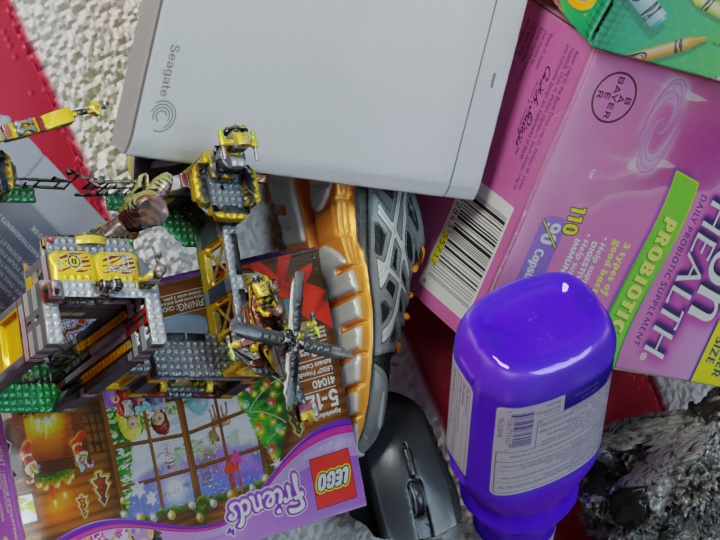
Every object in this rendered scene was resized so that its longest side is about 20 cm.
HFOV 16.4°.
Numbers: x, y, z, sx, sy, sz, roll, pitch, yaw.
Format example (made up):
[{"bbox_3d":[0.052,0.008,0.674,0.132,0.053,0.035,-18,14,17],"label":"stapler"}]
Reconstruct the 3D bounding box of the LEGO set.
[{"bbox_3d":[-0.101,-0.009,1.137,0.200,0.116,0.154,10,64,-30],"label":"LEGO set"}]

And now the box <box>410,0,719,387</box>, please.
[{"bbox_3d":[0.143,-0.043,1.379,0.200,0.097,0.176,11,110,-37],"label":"box"}]

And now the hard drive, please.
[{"bbox_3d":[-0.016,-0.111,1.250,0.199,0.027,0.132,6,106,-28],"label":"hard drive"}]

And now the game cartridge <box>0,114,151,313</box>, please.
[{"bbox_3d":[-0.162,0.030,1.226,0.200,0.040,0.133,49,57,-24],"label":"game cartridge"}]

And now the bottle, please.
[{"bbox_3d":[0.088,0.085,1.328,0.083,0.200,0.065,-22,56,-16],"label":"bottle"}]

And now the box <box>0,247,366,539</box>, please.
[{"bbox_3d":[-0.095,0.074,1.227,0.200,0.039,0.137,-14,96,-37],"label":"box"}]

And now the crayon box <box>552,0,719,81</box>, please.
[{"bbox_3d":[0.182,-0.154,1.332,0.200,0.119,0.058,10,122,-35],"label":"crayon box"}]

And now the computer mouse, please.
[{"bbox_3d":[0.037,0.147,1.310,0.058,0.034,0.200,-12,60,-20],"label":"computer mouse"}]

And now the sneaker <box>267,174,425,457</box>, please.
[{"bbox_3d":[0.000,0.000,1.327,0.077,0.078,0.201,4,83,-42],"label":"sneaker"}]

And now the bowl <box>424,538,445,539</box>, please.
[{"bbox_3d":[0.064,0.246,1.346,0.200,0.094,0.201,3,85,-38],"label":"bowl"}]

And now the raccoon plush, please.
[{"bbox_3d":[0.203,0.148,1.422,0.199,0.097,0.134,-21,110,-3],"label":"raccoon plush"}]

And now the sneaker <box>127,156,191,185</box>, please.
[{"bbox_3d":[-0.068,-0.129,1.285,0.078,0.090,0.200,23,96,-33],"label":"sneaker"}]
